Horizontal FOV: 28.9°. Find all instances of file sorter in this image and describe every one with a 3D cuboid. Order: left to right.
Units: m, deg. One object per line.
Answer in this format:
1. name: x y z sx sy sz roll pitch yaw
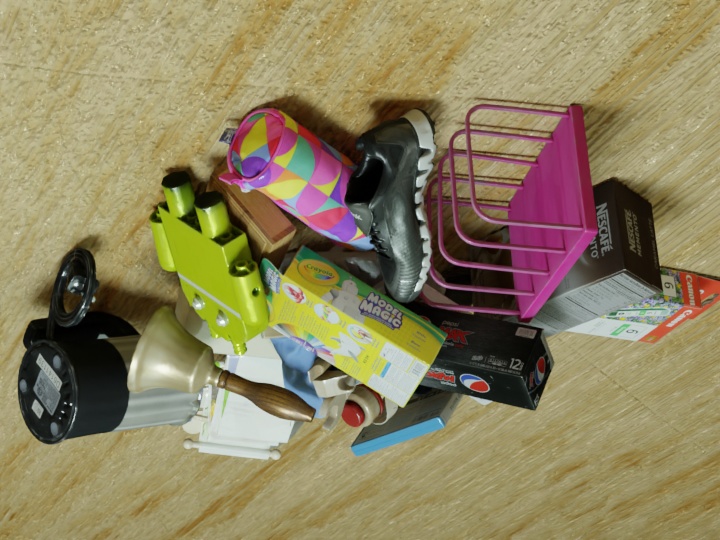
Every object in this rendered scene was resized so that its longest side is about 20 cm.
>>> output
1. file sorter: 0.136 -0.057 1.390 0.124 0.140 0.200 4 152 -12

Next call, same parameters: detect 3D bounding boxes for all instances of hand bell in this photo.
1. hand bell: -0.142 0.123 1.522 0.199 0.105 0.104 22 154 9

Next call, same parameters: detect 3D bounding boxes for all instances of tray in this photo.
1. tray: -0.132 -0.023 1.474 0.037 0.099 0.200 -35 167 -29

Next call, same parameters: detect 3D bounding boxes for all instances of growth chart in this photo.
1. growth chart: -0.135 0.157 1.718 0.143 0.018 0.201 16 120 -14

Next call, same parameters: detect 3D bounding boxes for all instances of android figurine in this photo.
1. android figurine: -0.155 -0.001 1.450 0.041 0.182 0.201 -31 132 -27

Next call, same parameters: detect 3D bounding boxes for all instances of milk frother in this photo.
1. milk frother: -0.279 0.082 1.607 0.187 0.181 0.200 -4 146 -47

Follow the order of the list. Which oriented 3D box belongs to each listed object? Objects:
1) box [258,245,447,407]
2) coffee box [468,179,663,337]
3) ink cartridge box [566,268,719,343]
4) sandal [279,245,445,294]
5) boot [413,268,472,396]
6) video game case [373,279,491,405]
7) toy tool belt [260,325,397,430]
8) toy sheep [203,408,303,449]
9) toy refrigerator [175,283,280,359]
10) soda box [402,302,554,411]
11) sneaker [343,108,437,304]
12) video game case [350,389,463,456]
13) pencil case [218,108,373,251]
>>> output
1. box: -0.018 0.053 1.429 0.199 0.049 0.118 30 150 2
2. coffee box: 0.221 -0.004 1.529 0.199 0.115 0.079 -26 144 35
3. ink cartridge box: 0.355 0.044 1.700 0.198 0.051 0.109 10 150 -21
4. sandal: -0.001 -0.005 1.583 0.201 0.050 0.083 6 141 12
5. boot: 0.101 0.076 1.687 0.074 0.098 0.200 7 151 -17
6. video game case: 0.093 0.077 1.560 0.199 0.018 0.143 33 152 -10
7. toy tool belt: -0.048 0.110 1.554 0.124 0.123 0.201 1 119 40
8. toy sheep: -0.131 0.168 1.815 0.137 0.139 0.200 4 147 -13
9. toy refrigerator: -0.112 0.055 1.633 0.198 0.076 0.071 7 115 -17
10. soda box: 0.100 0.087 1.484 0.198 0.064 0.071 11 149 29
11. sneaker: 0.022 -0.056 1.357 0.090 0.066 0.202 -14 121 -28
12. video game case: 0.082 0.156 1.770 0.142 0.200 0.018 -24 106 34
13. pencil case: -0.049 -0.086 1.376 0.088 0.089 0.199 -22 147 33
